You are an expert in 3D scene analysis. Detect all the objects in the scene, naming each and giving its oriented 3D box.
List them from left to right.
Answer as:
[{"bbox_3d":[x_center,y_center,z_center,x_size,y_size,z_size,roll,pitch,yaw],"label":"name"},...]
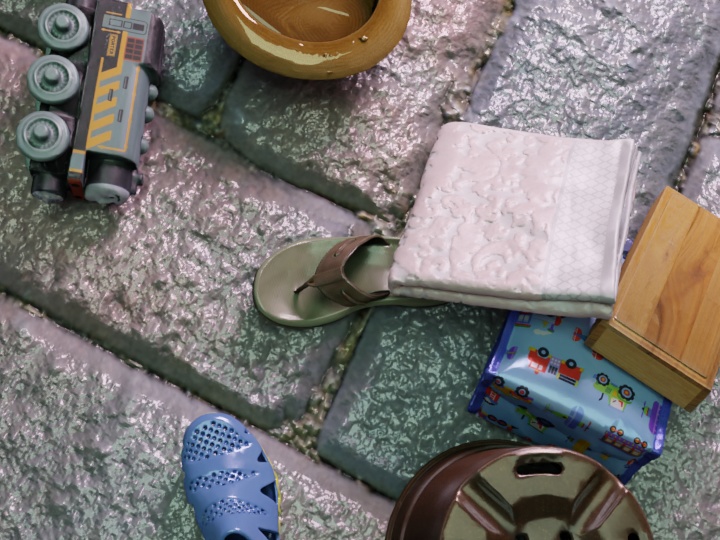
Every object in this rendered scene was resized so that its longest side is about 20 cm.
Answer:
[{"bbox_3d":[-0.244,-0.156,0.856,0.111,0.085,0.205,7,74,-9],"label":"toy train"},{"bbox_3d":[-0.096,0.209,0.750,0.078,0.087,0.203,-20,74,-5],"label":"sandal"},{"bbox_3d":[-0.051,-0.254,0.885,0.196,0.082,0.205,2,74,-7],"label":"fedora"},{"bbox_3d":[0.001,-0.001,0.826,0.196,0.057,0.082,-9,74,-4],"label":"sandal"},{"bbox_3d":[0.134,-0.050,0.797,0.187,0.033,0.202,7,49,18],"label":"towel"},{"bbox_3d":[0.120,0.218,0.695,0.195,0.199,0.205,1,74,-2],"label":"plant pot"},{"bbox_3d":[0.201,0.053,0.809,0.148,0.095,0.202,24,64,7],"label":"lunch bag"},{"bbox_3d":[0.270,0.016,0.794,0.098,0.037,0.201,32,49,8],"label":"tray"}]
